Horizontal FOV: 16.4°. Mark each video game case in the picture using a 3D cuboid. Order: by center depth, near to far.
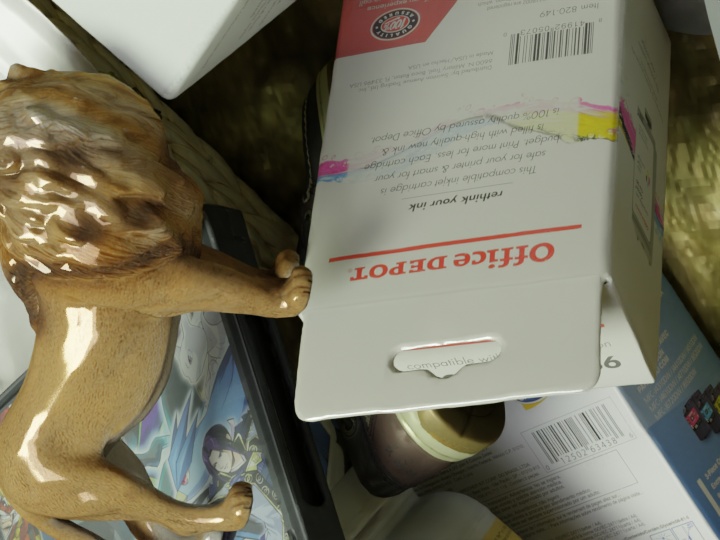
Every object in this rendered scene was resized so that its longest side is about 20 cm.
[{"bbox_3d":[-0.090,0.103,0.992,0.200,0.025,0.181,-41,54,35],"label":"video game case"}]

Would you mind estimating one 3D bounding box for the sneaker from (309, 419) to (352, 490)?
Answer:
[{"bbox_3d":[-0.029,0.120,1.160,0.077,0.076,0.200,19,124,15],"label":"sneaker"}]

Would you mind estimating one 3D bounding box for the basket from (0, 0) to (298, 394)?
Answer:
[{"bbox_3d":[-0.137,-0.013,1.117,0.200,0.123,0.136,44,130,1],"label":"basket"}]

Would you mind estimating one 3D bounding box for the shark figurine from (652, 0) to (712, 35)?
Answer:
[{"bbox_3d":[0.146,-0.172,0.878,0.128,0.090,0.215,6,122,26],"label":"shark figurine"}]

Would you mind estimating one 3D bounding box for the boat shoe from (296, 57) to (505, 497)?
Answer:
[{"bbox_3d":[0.001,0.001,1.007,0.066,0.201,0.072,-38,138,25],"label":"boat shoe"}]

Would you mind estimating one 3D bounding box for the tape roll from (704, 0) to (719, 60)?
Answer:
[{"bbox_3d":[0.216,-0.101,0.833,0.200,0.066,0.201,0,127,0],"label":"tape roll"}]

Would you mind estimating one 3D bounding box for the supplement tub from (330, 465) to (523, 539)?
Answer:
[{"bbox_3d":[0.041,0.182,1.014,0.200,0.145,0.145,40,130,4],"label":"supplement tub"}]

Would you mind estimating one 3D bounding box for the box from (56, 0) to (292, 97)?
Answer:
[{"bbox_3d":[-0.026,-0.182,0.890,0.106,0.200,0.152,40,130,2],"label":"box"}]

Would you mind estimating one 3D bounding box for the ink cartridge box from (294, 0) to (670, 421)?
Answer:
[{"bbox_3d":[0.047,-0.019,0.909,0.116,0.200,0.068,-7,142,20],"label":"ink cartridge box"}]

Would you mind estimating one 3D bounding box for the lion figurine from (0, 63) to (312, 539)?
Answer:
[{"bbox_3d":[-0.091,0.032,0.877,0.122,0.072,0.201,11,103,-10],"label":"lion figurine"}]

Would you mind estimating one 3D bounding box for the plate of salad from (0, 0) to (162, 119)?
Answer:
[{"bbox_3d":[-0.149,-0.071,0.963,0.200,0.048,0.200,27,149,18],"label":"plate of salad"}]

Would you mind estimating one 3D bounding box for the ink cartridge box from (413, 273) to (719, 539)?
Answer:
[{"bbox_3d":[0.081,0.061,1.059,0.136,0.076,0.200,-26,103,40],"label":"ink cartridge box"}]
